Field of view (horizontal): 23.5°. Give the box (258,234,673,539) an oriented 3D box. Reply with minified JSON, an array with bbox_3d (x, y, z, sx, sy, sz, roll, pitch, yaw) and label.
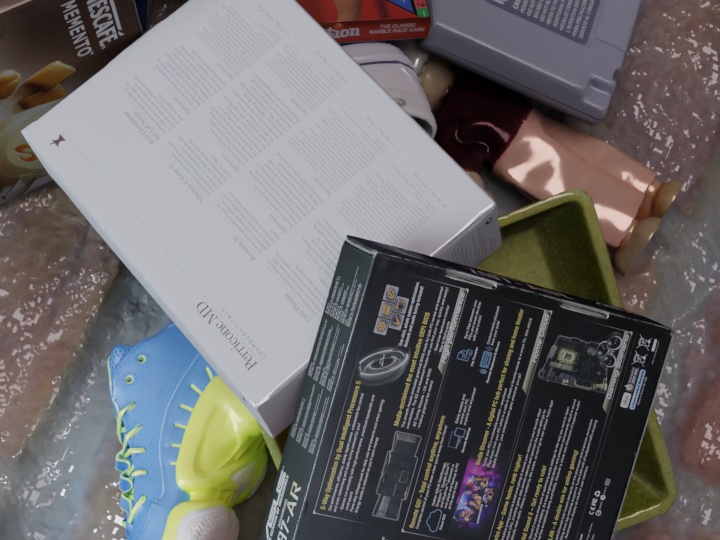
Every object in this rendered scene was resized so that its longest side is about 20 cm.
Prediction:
[{"bbox_3d":[0.043,0.101,0.805,0.159,0.043,0.202,14,95,-21],"label":"box"}]

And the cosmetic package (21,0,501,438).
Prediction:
[{"bbox_3d":[-0.050,-0.041,0.860,0.150,0.052,0.200,-38,66,-10],"label":"cosmetic package"}]

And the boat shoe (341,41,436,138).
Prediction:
[{"bbox_3d":[-0.053,-0.075,0.943,0.199,0.074,0.067,-20,47,-13],"label":"boat shoe"}]

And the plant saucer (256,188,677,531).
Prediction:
[{"bbox_3d":[0.049,0.069,0.924,0.199,0.048,0.201,-20,114,0],"label":"plant saucer"}]

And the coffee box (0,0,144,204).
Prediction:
[{"bbox_3d":[-0.176,-0.123,0.907,0.114,0.200,0.080,-26,73,-9],"label":"coffee box"}]

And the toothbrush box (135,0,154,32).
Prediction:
[{"bbox_3d":[-0.201,-0.242,1.006,0.198,0.085,0.148,14,72,-6],"label":"toothbrush box"}]

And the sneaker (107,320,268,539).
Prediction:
[{"bbox_3d":[-0.106,0.103,0.936,0.104,0.076,0.201,25,64,11],"label":"sneaker"}]

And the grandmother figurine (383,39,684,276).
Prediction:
[{"bbox_3d":[0.088,-0.076,1.022,0.199,0.061,0.121,34,46,5],"label":"grandmother figurine"}]

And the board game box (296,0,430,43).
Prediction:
[{"bbox_3d":[-0.028,-0.209,1.019,0.102,0.020,0.201,-6,52,-10],"label":"board game box"}]

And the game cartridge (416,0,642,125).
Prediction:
[{"bbox_3d":[0.108,-0.188,1.041,0.132,0.041,0.201,26,55,-6],"label":"game cartridge"}]
